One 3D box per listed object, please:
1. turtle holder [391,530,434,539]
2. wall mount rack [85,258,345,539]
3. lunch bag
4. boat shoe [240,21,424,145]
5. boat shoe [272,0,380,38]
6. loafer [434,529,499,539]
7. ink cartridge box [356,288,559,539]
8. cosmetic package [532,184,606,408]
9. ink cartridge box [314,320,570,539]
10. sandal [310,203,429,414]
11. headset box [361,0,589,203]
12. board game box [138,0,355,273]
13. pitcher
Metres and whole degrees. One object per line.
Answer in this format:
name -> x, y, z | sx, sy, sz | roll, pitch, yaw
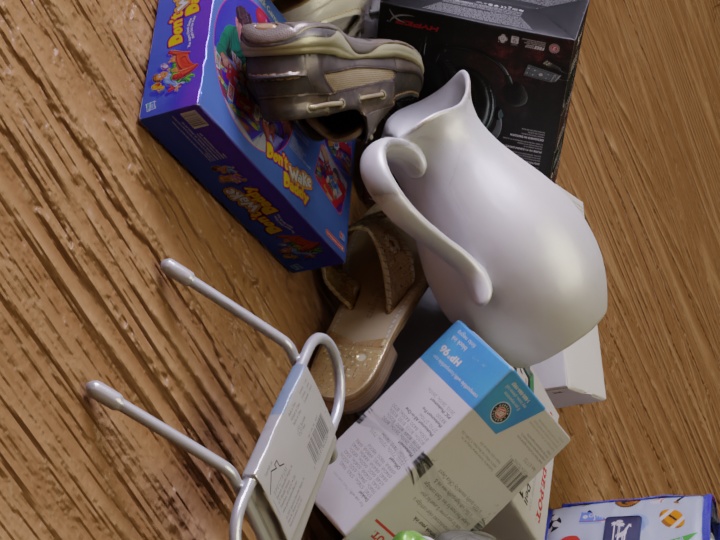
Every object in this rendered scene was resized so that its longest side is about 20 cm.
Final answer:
turtle holder -> 0.036, 0.275, 1.009 | 0.141, 0.131, 0.186 | 42, 46, -53
wall mount rack -> -0.077, 0.093, 0.926 | 0.200, 0.074, 0.174 | -67, 143, -50
lunch bag -> 0.253, 0.309, 1.419 | 0.124, 0.169, 0.201 | 40, 47, -60
boat shoe -> -0.019, -0.121, 1.039 | 0.200, 0.074, 0.074 | -1, 93, -60
boat shoe -> -0.011, -0.189, 1.174 | 0.200, 0.071, 0.070 | -38, 113, -64
loafer -> 0.106, 0.232, 1.104 | 0.070, 0.070, 0.200 | -46, 145, -8
ink cartridge box -> 0.084, 0.115, 1.237 | 0.200, 0.084, 0.146 | 57, 33, -38
cosmetic package -> 0.167, 0.025, 1.450 | 0.108, 0.085, 0.201 | 25, 58, -59
ink cartridge box -> 0.038, 0.146, 1.075 | 0.068, 0.200, 0.116 | 43, -4, 43
sandal -> 0.005, 0.000, 1.123 | 0.070, 0.077, 0.212 | 67, 31, -43
headset box -> 0.085, -0.122, 1.198 | 0.077, 0.148, 0.200 | -64, 165, -52
board game box -> -0.069, -0.106, 1.049 | 0.200, 0.045, 0.135 | 47, 39, -49
pitcher -> 0.081, -0.024, 1.085 | 0.200, 0.121, 0.172 | 56, 32, -7
